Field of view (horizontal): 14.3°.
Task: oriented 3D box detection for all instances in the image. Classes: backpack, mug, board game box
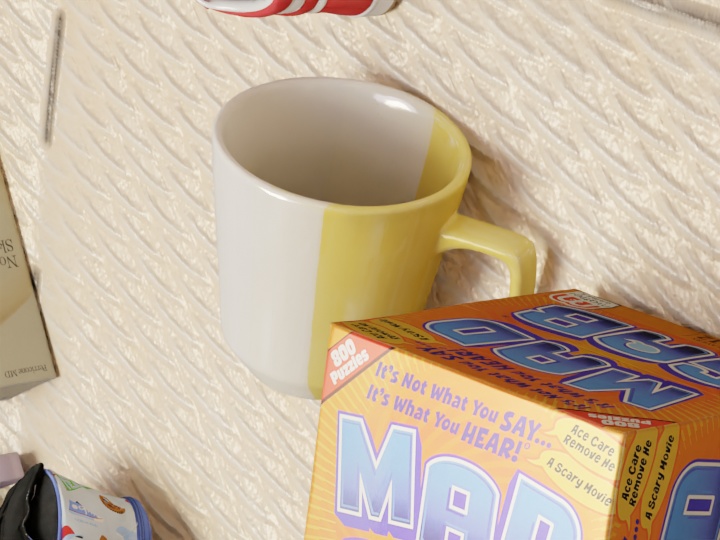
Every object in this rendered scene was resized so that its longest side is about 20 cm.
[{"bbox_3d":[-0.197,0.233,1.884,0.200,0.154,0.191,-42,41,38],"label":"backpack"},{"bbox_3d":[-0.010,-0.001,1.653,0.187,0.149,0.154,43,135,43],"label":"mug"},{"bbox_3d":[0.109,0.138,1.481,0.199,0.199,0.201,19,108,42],"label":"board game box"}]

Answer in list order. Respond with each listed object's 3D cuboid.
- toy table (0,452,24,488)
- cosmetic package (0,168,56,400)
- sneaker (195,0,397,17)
[{"bbox_3d":[-0.321,0.210,2.029,0.199,0.184,0.118,-19,84,19],"label":"toy table"},{"bbox_3d":[-0.293,-0.005,1.997,0.073,0.103,0.201,-25,80,47],"label":"cosmetic package"},{"bbox_3d":[-0.074,-0.214,1.699,0.200,0.112,0.072,44,127,34],"label":"sneaker"}]
